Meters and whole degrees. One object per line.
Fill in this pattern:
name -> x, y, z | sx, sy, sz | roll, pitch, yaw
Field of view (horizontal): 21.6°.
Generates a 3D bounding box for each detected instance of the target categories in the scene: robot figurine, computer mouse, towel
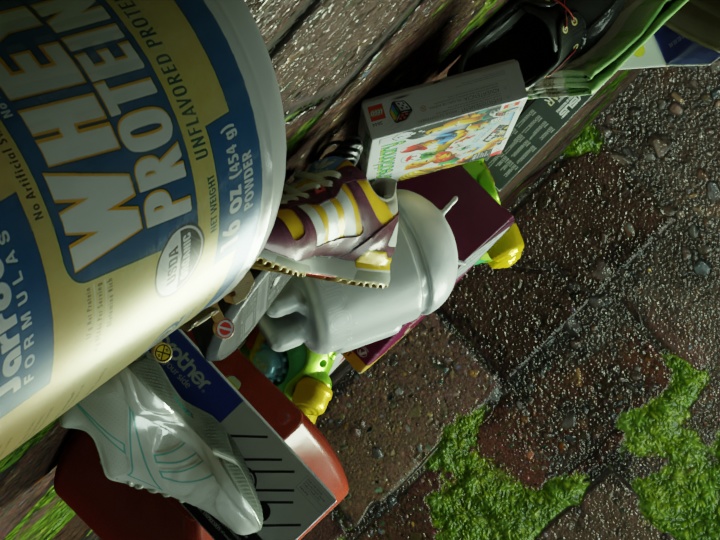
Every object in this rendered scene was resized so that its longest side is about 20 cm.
robot figurine -> 0.000, 0.000, 1.624 | 0.198, 0.113, 0.171 | -21, 139, -16
computer mouse -> -0.075, -0.016, 1.457 | 0.200, 0.052, 0.139 | -51, 169, -28
towel -> 0.199, -0.213, 1.723 | 0.149, 0.031, 0.200 | -45, -160, -17

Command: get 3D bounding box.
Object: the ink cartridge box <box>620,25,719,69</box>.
ink cartridge box -> 0.289, -0.245, 1.884 | 0.198, 0.047, 0.197 | -2, -160, 34

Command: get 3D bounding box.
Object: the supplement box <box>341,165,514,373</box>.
supplement box -> 0.029, -0.019, 1.781 | 0.103, 0.131, 0.200 | -38, 172, -46

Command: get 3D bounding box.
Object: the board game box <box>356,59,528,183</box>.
board game box -> 0.061, -0.114, 1.522 | 0.125, 0.035, 0.200 | -15, 172, -3

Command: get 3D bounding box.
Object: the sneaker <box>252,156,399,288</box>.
sneaker -> -0.044, -0.042, 1.362 | 0.199, 0.074, 0.091 | 10, 89, -56

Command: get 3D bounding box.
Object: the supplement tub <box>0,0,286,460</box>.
supplement tub -> -0.129, -0.014, 0.522 | 0.200, 0.145, 0.145 | -39, 173, -46

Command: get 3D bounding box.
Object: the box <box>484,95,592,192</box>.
box -> 0.210, -0.194, 2.085 | 0.200, 0.043, 0.160 | -46, -172, 22

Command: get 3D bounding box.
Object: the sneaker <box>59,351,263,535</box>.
sneaker -> -0.150, 0.137, 1.440 | 0.080, 0.201, 0.071 | -37, -155, 10

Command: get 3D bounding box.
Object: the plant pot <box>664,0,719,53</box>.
plant pot -> 0.350, -0.317, 1.712 | 0.174, 0.199, 0.200 | -58, 178, -13

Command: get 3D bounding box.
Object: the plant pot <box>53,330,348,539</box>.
plant pot -> -0.141, 0.158, 1.649 | 0.200, 0.200, 0.177 | -42, 162, -20

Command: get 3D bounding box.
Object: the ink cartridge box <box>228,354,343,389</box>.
ink cartridge box -> -0.094, 0.118, 2.176 | 0.200, 0.083, 0.145 | -47, 174, 31

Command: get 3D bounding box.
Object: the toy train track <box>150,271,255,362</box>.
toy train track -> -0.157, 0.062, 1.330 | 0.199, 0.033, 0.115 | -32, -165, -18

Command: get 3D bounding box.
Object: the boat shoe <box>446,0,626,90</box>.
boat shoe -> 0.160, -0.206, 1.616 | 0.201, 0.074, 0.063 | -39, -178, -8

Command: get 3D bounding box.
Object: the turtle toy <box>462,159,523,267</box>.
turtle toy -> 0.095, -0.065, 1.921 | 0.100, 0.147, 0.200 | -22, 174, 2

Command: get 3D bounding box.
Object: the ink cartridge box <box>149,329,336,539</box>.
ink cartridge box -> -0.120, 0.142, 1.513 | 0.094, 0.200, 0.044 | -43, -179, -3

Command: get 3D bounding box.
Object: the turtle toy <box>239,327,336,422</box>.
turtle toy -> -0.074, 0.089, 1.987 | 0.200, 0.100, 0.147 | 123, -12, -66
